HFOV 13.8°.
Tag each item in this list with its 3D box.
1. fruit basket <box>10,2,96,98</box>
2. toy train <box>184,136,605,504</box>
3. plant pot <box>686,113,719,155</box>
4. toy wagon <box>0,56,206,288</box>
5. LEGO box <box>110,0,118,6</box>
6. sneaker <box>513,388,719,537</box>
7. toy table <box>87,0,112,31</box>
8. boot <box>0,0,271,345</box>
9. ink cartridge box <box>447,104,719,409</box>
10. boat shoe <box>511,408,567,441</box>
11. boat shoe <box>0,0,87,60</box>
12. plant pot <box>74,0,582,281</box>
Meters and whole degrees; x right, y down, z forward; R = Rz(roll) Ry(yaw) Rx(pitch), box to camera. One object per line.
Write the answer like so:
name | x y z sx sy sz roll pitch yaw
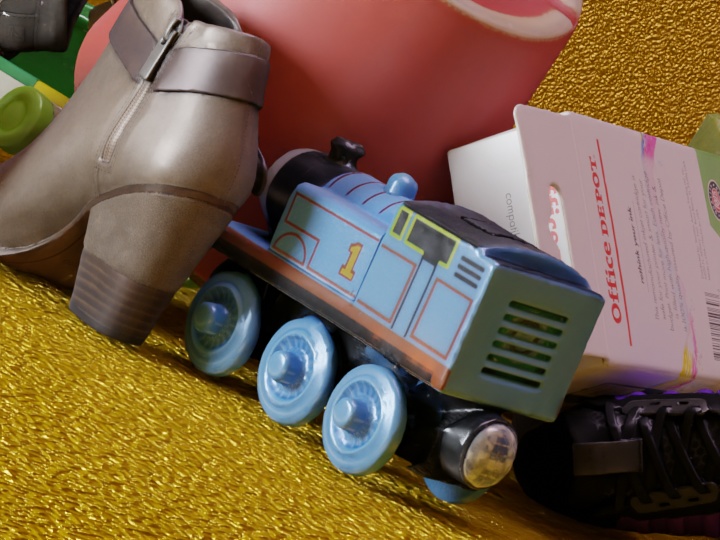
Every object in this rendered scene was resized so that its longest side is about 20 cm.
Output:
fruit basket | -0.171 -0.106 1.820 0.185 0.094 0.200 23 -10 -2
toy train | 0.007 0.017 1.235 0.087 0.115 0.200 19 8 -41
plant pot | 0.229 0.014 1.777 0.200 0.185 0.200 24 7 -3
toy wagon | -0.124 -0.045 1.429 0.200 0.040 0.155 30 -6 44
LEGO box | -0.036 -0.196 1.454 0.199 0.077 0.149 -7 -31 3
sneaker | 0.139 0.083 1.260 0.099 0.070 0.200 8 -12 -33
toy table | -0.064 -0.111 1.595 0.183 0.118 0.200 4 25 34
boot | -0.109 -0.060 1.289 0.070 0.147 0.200 16 9 -42
ink cartridge box | 0.103 -0.001 1.328 0.067 0.118 0.200 -16 -15 31
boat shoe | 0.137 0.056 1.477 0.066 0.072 0.201 56 30 -7
boat shoe | -0.149 -0.166 1.546 0.057 0.067 0.200 8 36 13
plant pot | -0.004 -0.103 1.367 0.200 0.177 0.201 29 36 -23
